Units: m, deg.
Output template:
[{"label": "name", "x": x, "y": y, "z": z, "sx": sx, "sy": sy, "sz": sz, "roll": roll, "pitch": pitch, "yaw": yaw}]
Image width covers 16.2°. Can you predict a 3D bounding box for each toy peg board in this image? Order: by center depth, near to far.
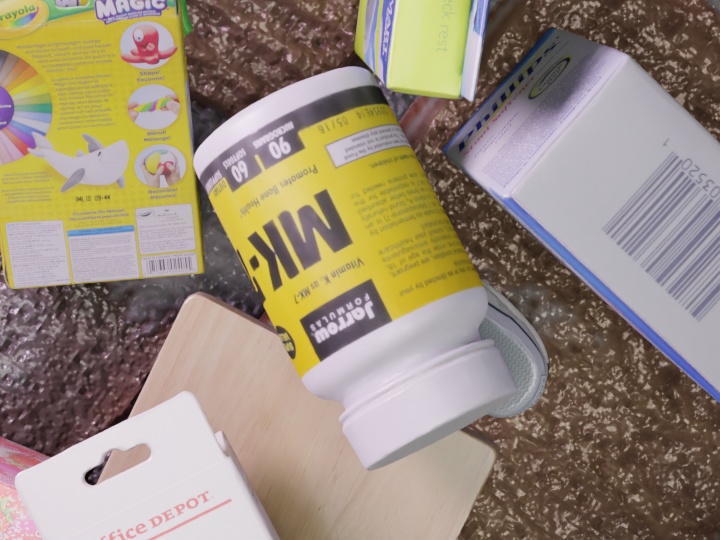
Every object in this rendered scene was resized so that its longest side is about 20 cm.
[{"label": "toy peg board", "x": -0.046, "y": 0.141, "z": 1.492, "sx": 0.199, "sy": 0.098, "sz": 0.200, "roll": 27, "pitch": 97, "yaw": 5}]

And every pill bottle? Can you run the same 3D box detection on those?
[{"label": "pill bottle", "x": 0.000, "y": 0.000, "z": 1.388, "sx": 0.114, "sy": 0.114, "sz": 0.200, "roll": -28, "pitch": 81, "yaw": 0}]

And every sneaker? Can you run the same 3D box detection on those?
[{"label": "sneaker", "x": 0.028, "y": 0.013, "z": 1.477, "sx": 0.200, "sy": 0.071, "sz": 0.073, "roll": 45, "pitch": 99, "yaw": 9}]

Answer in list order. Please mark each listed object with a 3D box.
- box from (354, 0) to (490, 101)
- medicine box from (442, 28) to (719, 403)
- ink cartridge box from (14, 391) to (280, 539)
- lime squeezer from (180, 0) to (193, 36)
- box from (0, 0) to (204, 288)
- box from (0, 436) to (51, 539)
[{"label": "box", "x": 0.034, "y": -0.162, "z": 1.373, "sx": 0.048, "sy": 0.200, "sz": 0.122, "roll": 6, "pitch": 100, "yaw": -7}, {"label": "medicine box", "x": 0.157, "y": -0.033, "z": 1.412, "sx": 0.182, "sy": 0.200, "sz": 0.103, "roll": 42, "pitch": 92, "yaw": -12}, {"label": "ink cartridge box", "x": -0.099, "y": 0.169, "z": 1.395, "sx": 0.117, "sy": 0.067, "sz": 0.200, "roll": -26, "pitch": 101, "yaw": -1}, {"label": "lime squeezer", "x": -0.134, "y": -0.226, "z": 1.385, "sx": 0.071, "sy": 0.038, "sz": 0.200, "roll": -31, "pitch": 106, "yaw": 32}, {"label": "box", "x": -0.152, "y": -0.086, "z": 1.406, "sx": 0.117, "sy": 0.048, "sz": 0.200, "roll": -4, "pitch": 128, "yaw": -3}, {"label": "box", "x": -0.273, "y": 0.129, "z": 1.450, "sx": 0.200, "sy": 0.095, "sz": 0.103, "roll": 25, "pitch": 97, "yaw": -10}]
